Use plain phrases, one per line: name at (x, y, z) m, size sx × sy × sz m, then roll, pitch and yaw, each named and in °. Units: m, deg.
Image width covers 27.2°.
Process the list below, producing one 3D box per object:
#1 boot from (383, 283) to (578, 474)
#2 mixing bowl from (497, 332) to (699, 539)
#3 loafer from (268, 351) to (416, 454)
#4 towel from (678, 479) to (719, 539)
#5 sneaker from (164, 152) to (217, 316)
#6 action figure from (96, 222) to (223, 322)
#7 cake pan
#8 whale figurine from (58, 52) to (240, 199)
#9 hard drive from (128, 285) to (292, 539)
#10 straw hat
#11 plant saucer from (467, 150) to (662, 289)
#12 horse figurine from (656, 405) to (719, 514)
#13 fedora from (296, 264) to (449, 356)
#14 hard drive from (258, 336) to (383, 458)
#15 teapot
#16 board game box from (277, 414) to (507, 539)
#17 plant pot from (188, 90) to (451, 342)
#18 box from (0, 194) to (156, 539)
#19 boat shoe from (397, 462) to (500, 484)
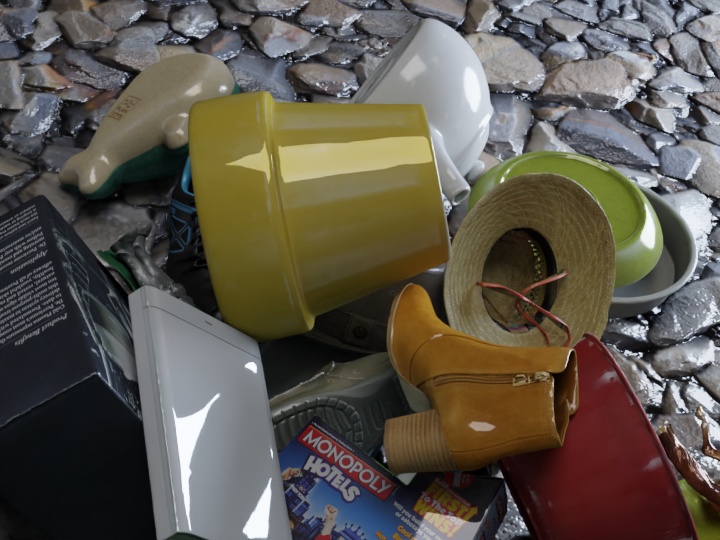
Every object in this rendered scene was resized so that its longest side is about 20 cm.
boot at (0.094, 0.074, 1.135) m, size 0.143 × 0.071 × 0.202 m, roll -13°, pitch 38°, yaw 15°
mixing bowl at (0.173, 0.162, 1.161) m, size 0.108 × 0.201 × 0.201 m, roll -25°, pitch 48°, yaw -2°
loafer at (-0.020, 0.118, 1.221) m, size 0.199 × 0.076 × 0.069 m, roll -18°, pitch 18°, yaw -27°
towel at (0.223, 0.231, 1.222) m, size 0.199 × 0.018 × 0.086 m, roll -17°, pitch 50°, yaw -28°
sneaker at (-0.148, -0.027, 1.383) m, size 0.072 × 0.082 × 0.201 m, roll -2°, pitch 45°, yaw -16°
action figure at (-0.135, 0.055, 1.220) m, size 0.201 × 0.054 × 0.118 m, roll 55°, pitch 11°, yaw -2°
cake pan at (0.236, -0.026, 1.490) m, size 0.198 × 0.037 × 0.201 m, roll 5°, pitch 42°, yaw -5°
whale figurine at (-0.202, -0.128, 1.486) m, size 0.200 × 0.104 × 0.159 m, roll -43°, pitch 34°, yaw -19°
hard drive at (-0.108, 0.120, 1.085) m, size 0.132 × 0.027 × 0.201 m, roll 32°, pitch 36°, yaw -46°
straw hat at (0.135, 0.007, 1.366) m, size 0.199 × 0.203 × 0.085 m, roll -14°, pitch 15°, yaw -25°
plant saucer at (0.205, -0.059, 1.470) m, size 0.198 × 0.031 × 0.201 m, roll 6°, pitch 43°, yaw -6°
horse figurine at (0.339, 0.170, 1.278) m, size 0.198 × 0.050 × 0.133 m, roll -1°, pitch 42°, yaw -31°
fedora at (0.000, 0.000, 1.346) m, size 0.198 × 0.091 × 0.177 m, roll 19°, pitch 25°, yaw 5°
hard drive at (-0.050, 0.129, 1.268) m, size 0.139 × 0.033 × 0.200 m, roll 23°, pitch 44°, yaw 13°
teapot at (0.066, -0.145, 1.505) m, size 0.146 × 0.197 × 0.201 m, roll 38°, pitch 64°, yaw -9°
board game box at (0.009, 0.211, 1.120) m, size 0.199 × 0.062 × 0.200 m, roll 35°, pitch 68°, yaw 26°
plant pot at (-0.028, -0.055, 1.212) m, size 0.187 × 0.202 × 0.202 m, roll -11°, pitch 43°, yaw 2°
box at (-0.224, 0.089, 1.134) m, size 0.123 × 0.200 × 0.197 m, roll -28°, pitch 48°, yaw 4°
boat shoe at (0.083, 0.159, 1.230) m, size 0.061 × 0.075 × 0.200 m, roll 25°, pitch 45°, yaw 19°
